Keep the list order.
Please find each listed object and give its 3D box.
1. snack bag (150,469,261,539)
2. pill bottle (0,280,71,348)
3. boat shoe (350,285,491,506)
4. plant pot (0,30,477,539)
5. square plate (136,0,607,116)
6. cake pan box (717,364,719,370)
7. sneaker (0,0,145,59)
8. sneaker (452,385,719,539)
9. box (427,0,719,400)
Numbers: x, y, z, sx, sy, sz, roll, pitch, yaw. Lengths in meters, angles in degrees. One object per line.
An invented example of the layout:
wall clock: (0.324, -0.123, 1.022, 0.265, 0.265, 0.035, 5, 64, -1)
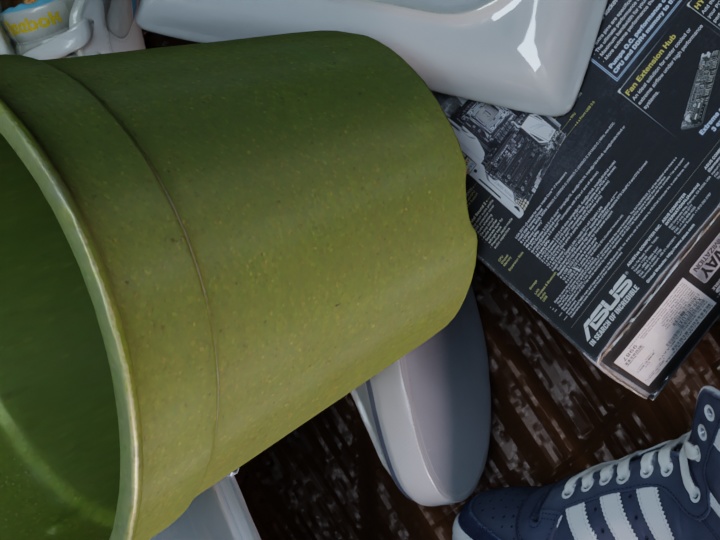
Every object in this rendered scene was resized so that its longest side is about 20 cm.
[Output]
snack bag: (-0.079, 0.170, 1.011, 0.200, 0.021, 0.190, -42, 65, 45)
pill bottle: (-0.162, 0.055, 1.015, 0.110, 0.111, 0.201, 21, 95, 18)
boat shoe: (0.000, 0.000, 1.035, 0.065, 0.073, 0.201, -18, 78, 32)
plant pot: (-0.065, -0.006, 0.905, 0.200, 0.189, 0.201, 27, 128, 42)
square plate: (0.019, -0.172, 0.972, 0.197, 0.028, 0.201, 14, 82, 30)
cake pan box: (0.264, 0.046, 0.948, 0.200, 0.052, 0.184, -42, 78, 12)
sneaker: (-0.122, -0.077, 1.066, 0.076, 0.081, 0.202, -12, 85, 16)
sneaker: (0.116, 0.078, 0.951, 0.199, 0.070, 0.109, 10, 114, 40)
box: (0.108, -0.079, 0.941, 0.200, 0.050, 0.158, -52, 53, 6)
